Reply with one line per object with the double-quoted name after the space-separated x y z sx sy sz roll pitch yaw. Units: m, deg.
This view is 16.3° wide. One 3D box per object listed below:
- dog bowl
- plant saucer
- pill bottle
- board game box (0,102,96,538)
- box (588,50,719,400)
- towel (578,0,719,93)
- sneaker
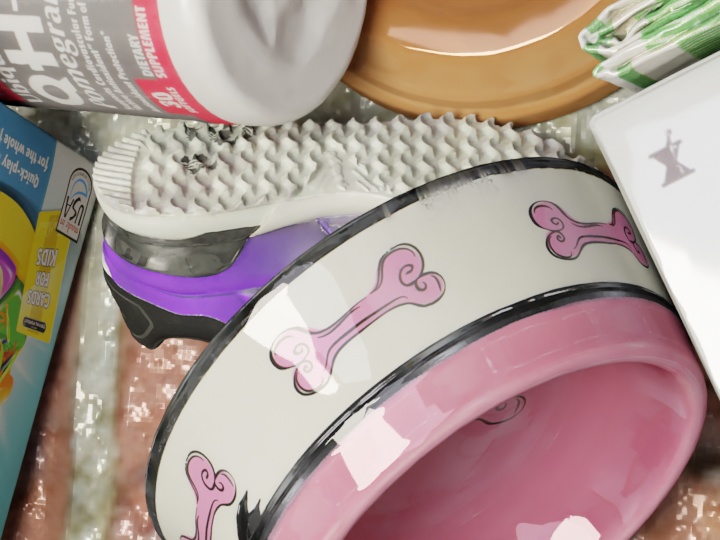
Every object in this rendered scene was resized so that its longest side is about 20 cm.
0.031 0.059 0.855 0.200 0.200 0.074 -42 59 10 "dog bowl"
0.047 -0.156 0.962 0.199 0.037 0.202 -1 85 18 "plant saucer"
-0.104 -0.116 0.954 0.199 0.110 0.112 7 87 36 "pill bottle"
-0.171 0.033 0.939 0.047 0.151 0.201 11 81 22 "board game box"
0.213 0.000 0.845 0.198 0.131 0.201 -27 77 14 "box"
0.177 -0.112 0.855 0.199 0.152 0.024 -28 81 14 "towel"
0.000 0.000 0.950 0.198 0.070 0.100 2 125 -1 "sneaker"
